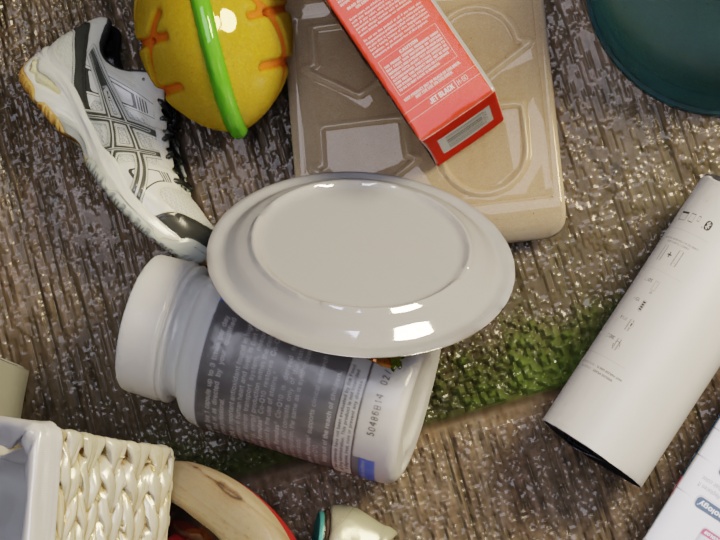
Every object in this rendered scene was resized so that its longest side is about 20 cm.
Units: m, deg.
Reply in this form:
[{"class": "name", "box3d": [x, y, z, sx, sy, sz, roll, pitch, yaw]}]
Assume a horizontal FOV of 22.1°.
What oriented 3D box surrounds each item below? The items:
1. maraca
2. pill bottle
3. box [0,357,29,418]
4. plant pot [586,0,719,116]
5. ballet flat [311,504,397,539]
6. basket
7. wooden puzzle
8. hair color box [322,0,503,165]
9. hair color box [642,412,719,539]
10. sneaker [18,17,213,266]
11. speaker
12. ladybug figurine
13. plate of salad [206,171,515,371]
[{"class": "maraca", "box3d": [-0.105, -0.185, 1.268, 0.106, 0.137, 0.201, -13, 65, -1]}, {"class": "pill bottle", "box3d": [-0.055, 0.061, 1.231, 0.198, 0.114, 0.115, 16, 82, 10]}, {"class": "box", "box3d": [-0.296, 0.155, 1.265, 0.094, 0.078, 0.202, 5, 81, 9]}, {"class": "plant pot", "box3d": [0.244, -0.221, 1.203, 0.198, 0.188, 0.202, -1, 80, 8]}, {"class": "ballet flat", "box3d": [-0.018, 0.257, 1.219, 0.069, 0.069, 0.202, 13, 81, 10]}, {"class": "basket", "box3d": [-0.208, 0.197, 1.181, 0.135, 0.123, 0.202, -1, 82, 44]}, {"class": "wooden puzzle", "box3d": [0.043, -0.113, 1.287, 0.183, 0.046, 0.202, -6, 83, 7]}, {"class": "hair color box", "box3d": [0.014, -0.174, 1.223, 0.061, 0.102, 0.201, -33, 80, 3]}, {"class": "hair color box", "box3d": [0.276, 0.120, 1.201, 0.100, 0.061, 0.201, 33, 85, 12]}, {"class": "sneaker", "box3d": [-0.153, -0.095, 1.293, 0.088, 0.076, 0.200, -39, 78, -1]}, {"class": "speaker", "box3d": [0.204, 0.040, 1.216, 0.081, 0.081, 0.201, 33, 85, 12]}, {"class": "ladybug figurine", "box3d": [-0.091, 0.202, 1.203, 0.200, 0.072, 0.137, 33, 106, 42]}, {"class": "plate of salad", "box3d": [0.000, 0.000, 1.187, 0.198, 0.048, 0.201, 2, 36, -2]}]
